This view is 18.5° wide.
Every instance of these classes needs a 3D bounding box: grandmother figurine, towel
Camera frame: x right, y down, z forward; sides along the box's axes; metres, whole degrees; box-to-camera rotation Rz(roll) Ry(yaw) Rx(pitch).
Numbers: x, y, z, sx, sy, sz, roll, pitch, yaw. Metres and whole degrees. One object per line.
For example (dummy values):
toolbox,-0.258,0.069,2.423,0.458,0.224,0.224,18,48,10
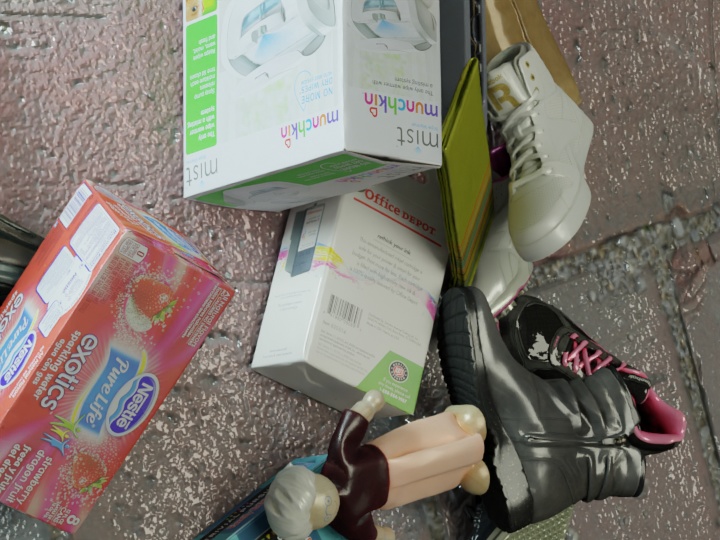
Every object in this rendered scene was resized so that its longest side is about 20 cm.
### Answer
grandmother figurine,0.010,0.149,1.619,0.200,0.060,0.122,-17,99,-41
towel,0.077,-0.068,1.661,0.200,0.018,0.086,78,27,-58

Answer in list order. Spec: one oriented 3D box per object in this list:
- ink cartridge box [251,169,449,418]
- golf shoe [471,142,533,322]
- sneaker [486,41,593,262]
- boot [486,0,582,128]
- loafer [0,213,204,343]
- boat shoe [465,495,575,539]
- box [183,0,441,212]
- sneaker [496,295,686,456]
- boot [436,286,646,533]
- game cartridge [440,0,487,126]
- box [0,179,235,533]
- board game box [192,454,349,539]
ink cartridge box,0.000,0.000,1.694,0.117,0.067,0.201,28,66,-34
golf shoe,0.103,-0.024,1.793,0.092,0.075,0.200,44,51,-11
sneaker,0.124,-0.099,1.727,0.116,0.074,0.200,50,26,-24
boot,0.095,-0.205,1.814,0.175,0.066,0.201,-27,100,-39
loafer,-0.191,0.005,1.536,0.200,0.072,0.063,19,64,-34
boat shoe,0.121,0.205,1.765,0.075,0.062,0.201,34,73,-34
box,-0.036,-0.146,1.605,0.096,0.200,0.177,8,78,-38
sneaker,0.194,0.087,1.824,0.200,0.095,0.079,43,59,-24
boot,0.141,0.094,1.719,0.131,0.070,0.201,-17,99,-18
game cartridge,0.030,-0.190,1.682,0.041,0.133,0.201,-49,144,-49
box,-0.184,0.057,1.453,0.095,0.100,0.200,30,97,-31
board game box,-0.040,0.260,1.627,0.151,0.047,0.200,-36,105,-39
